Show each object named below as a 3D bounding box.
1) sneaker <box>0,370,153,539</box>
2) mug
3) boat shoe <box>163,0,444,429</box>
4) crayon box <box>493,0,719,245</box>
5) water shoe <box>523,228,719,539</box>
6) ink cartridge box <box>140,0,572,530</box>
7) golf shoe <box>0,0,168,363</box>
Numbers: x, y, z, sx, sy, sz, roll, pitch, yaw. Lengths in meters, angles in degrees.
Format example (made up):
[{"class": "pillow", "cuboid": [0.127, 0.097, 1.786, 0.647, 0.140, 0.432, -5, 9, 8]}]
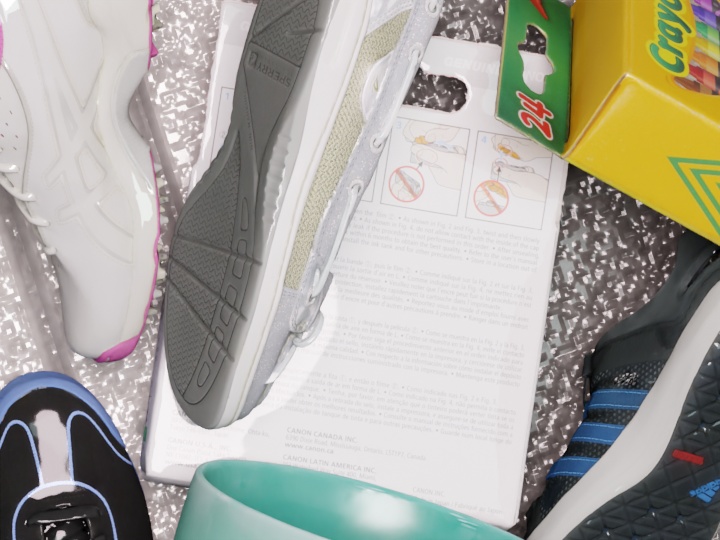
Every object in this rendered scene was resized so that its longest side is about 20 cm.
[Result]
[{"class": "sneaker", "cuboid": [-0.111, 0.141, 1.119, 0.070, 0.078, 0.201, -12, 93, -9]}, {"class": "mug", "cuboid": [0.008, 0.155, 1.054, 0.184, 0.152, 0.115, 19, 96, 23]}, {"class": "boat shoe", "cuboid": [-0.023, -0.030, 1.080, 0.064, 0.074, 0.203, 8, 105, -33]}, {"class": "crayon box", "cuboid": [0.152, -0.063, 1.128, 0.199, 0.127, 0.051, 27, 123, -13]}, {"class": "water shoe", "cuboid": [0.121, 0.072, 1.165, 0.071, 0.079, 0.200, 24, 112, -28]}, {"class": "ink cartridge box", "cuboid": [0.000, 0.000, 1.156, 0.160, 0.050, 0.201, 9, 85, -9]}, {"class": "golf shoe", "cuboid": [-0.126, -0.056, 1.098, 0.091, 0.075, 0.201, -9, 111, -21]}]
